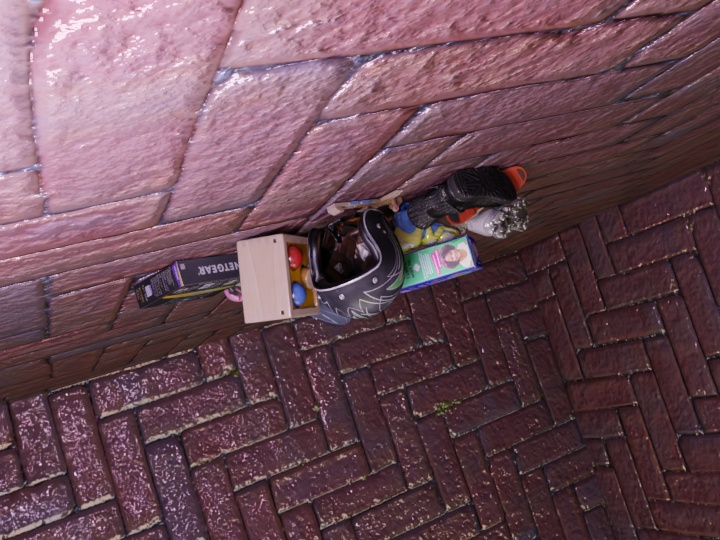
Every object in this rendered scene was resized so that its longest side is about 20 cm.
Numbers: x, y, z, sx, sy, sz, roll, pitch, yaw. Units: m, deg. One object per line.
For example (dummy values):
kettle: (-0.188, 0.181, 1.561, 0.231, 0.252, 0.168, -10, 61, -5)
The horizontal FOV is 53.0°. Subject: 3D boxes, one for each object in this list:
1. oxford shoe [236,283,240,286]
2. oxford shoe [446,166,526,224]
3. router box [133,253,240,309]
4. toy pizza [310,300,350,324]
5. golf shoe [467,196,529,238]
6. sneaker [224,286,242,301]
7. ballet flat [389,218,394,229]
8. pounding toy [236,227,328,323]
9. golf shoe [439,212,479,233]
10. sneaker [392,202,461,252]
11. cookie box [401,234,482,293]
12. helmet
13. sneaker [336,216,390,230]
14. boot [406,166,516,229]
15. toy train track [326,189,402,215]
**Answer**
oxford shoe: (-0.221, 0.007, 1.646, 0.073, 0.072, 0.199, -28, 159, 29)
oxford shoe: (0.275, -0.181, 1.612, 0.198, 0.072, 0.073, -27, -155, 14)
router box: (-0.340, 0.020, 1.489, 0.156, 0.053, 0.199, -24, 172, 36)
toy pizza: (-0.110, 0.066, 1.613, 0.197, 0.032, 0.201, 22, 164, 6)
golf shoe: (0.305, -0.120, 1.588, 0.096, 0.080, 0.199, 2, -169, 36)
sneaker: (-0.227, 0.011, 1.713, 0.197, 0.080, 0.096, -19, 158, -24)
ballet flat: (0.065, -0.069, 1.666, 0.067, 0.068, 0.201, 24, 114, -37)
pounding toy: (-0.136, 0.000, 1.445, 0.140, 0.188, 0.200, -7, 177, 18)
golf shoe: (0.248, -0.128, 1.774, 0.198, 0.093, 0.075, -23, 171, 25)
sneaker: (0.145, -0.104, 1.589, 0.198, 0.107, 0.075, -11, 173, -46)
cookie box: (0.161, -0.011, 1.602, 0.197, 0.077, 0.171, -18, 174, 14)
helmet: (-0.004, -0.005, 1.391, 0.196, 0.194, 0.200, -11, 169, -2)
sneaker: (-0.024, -0.078, 1.554, 0.196, 0.079, 0.078, -12, 144, -7)
boot: (0.212, -0.149, 1.518, 0.208, 0.081, 0.157, 0, 157, -37)
toy train track: (0.014, -0.120, 1.418, 0.198, 0.033, 0.114, -11, 170, -46)
